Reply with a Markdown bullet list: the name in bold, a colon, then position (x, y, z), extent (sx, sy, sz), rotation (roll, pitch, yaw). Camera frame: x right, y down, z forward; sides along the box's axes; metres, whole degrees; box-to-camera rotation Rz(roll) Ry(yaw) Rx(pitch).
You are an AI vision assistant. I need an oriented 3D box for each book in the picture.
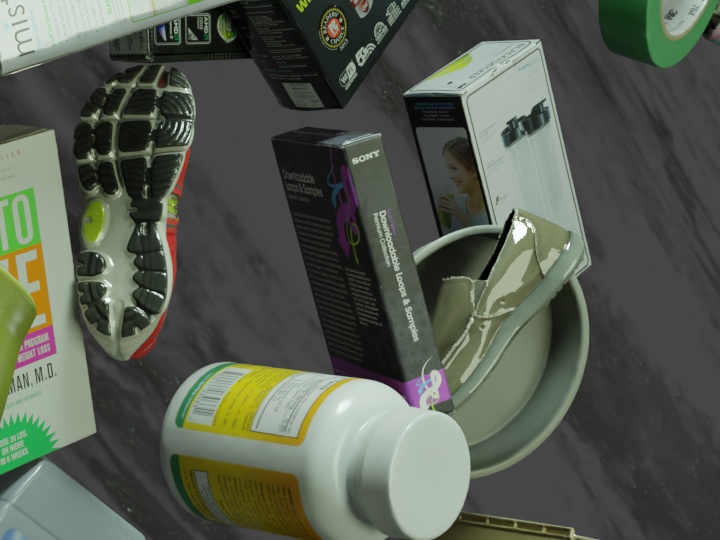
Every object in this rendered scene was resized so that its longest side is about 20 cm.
- **book**: position (-0.236, 0.025, 1.244), extent (0.133, 0.048, 0.201), rotation (-24, 114, -44)

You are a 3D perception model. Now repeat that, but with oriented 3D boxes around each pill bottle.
- **pill bottle**: position (-0.029, 0.125, 1.370), extent (0.113, 0.199, 0.113), rotation (-5, 97, -49)

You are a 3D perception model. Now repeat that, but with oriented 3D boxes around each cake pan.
- **cake pan**: position (0.083, 0.060, 1.572), extent (0.199, 0.037, 0.201), rotation (-7, 107, -25)

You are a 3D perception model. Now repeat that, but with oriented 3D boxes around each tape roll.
- **tape roll**: position (0.270, -0.276, 1.761), extent (0.200, 0.048, 0.201), rotation (-44, 146, -41)

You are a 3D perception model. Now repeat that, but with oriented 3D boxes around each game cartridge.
- **game cartridge**: position (-0.220, 0.223, 1.282), extent (0.133, 0.041, 0.201), rotation (49, 57, -45)

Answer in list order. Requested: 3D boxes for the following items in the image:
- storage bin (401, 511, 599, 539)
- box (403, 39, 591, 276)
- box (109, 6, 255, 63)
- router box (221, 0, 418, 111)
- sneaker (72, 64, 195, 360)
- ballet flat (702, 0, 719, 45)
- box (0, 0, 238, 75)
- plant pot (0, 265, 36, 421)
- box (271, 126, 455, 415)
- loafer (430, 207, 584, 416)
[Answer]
- **storage bin**: position (0.107, 0.293, 1.551), extent (0.094, 0.198, 0.201), rotation (29, 71, -43)
- **box**: position (0.112, -0.071, 1.631), extent (0.117, 0.060, 0.201), rotation (-37, 121, -42)
- **box**: position (-0.091, -0.242, 1.387), extent (0.193, 0.047, 0.201), rotation (-7, 100, -47)
- **router box**: position (-0.018, -0.231, 1.393), extent (0.200, 0.062, 0.150), rotation (-57, 133, -29)
- **sneaker**: position (-0.149, -0.037, 1.327), extent (0.085, 0.077, 0.201), rotation (92, 4, -69)
- **ballet flat**: position (0.340, -0.306, 1.889), extent (0.071, 0.069, 0.201), rotation (-2, 95, -30)
- **box**: position (-0.178, -0.237, 1.212), extent (0.176, 0.097, 0.201), rotation (-23, 111, -27)
- **plant pot**: position (-0.269, 0.069, 1.067), extent (0.200, 0.200, 0.193), rotation (45, 66, -42)
- **box**: position (0.000, 0.000, 1.426), extent (0.036, 0.143, 0.201), rotation (-21, 103, -19)
- **loafer**: position (0.079, 0.035, 1.509), extent (0.070, 0.075, 0.200), rotation (41, 82, -7)
